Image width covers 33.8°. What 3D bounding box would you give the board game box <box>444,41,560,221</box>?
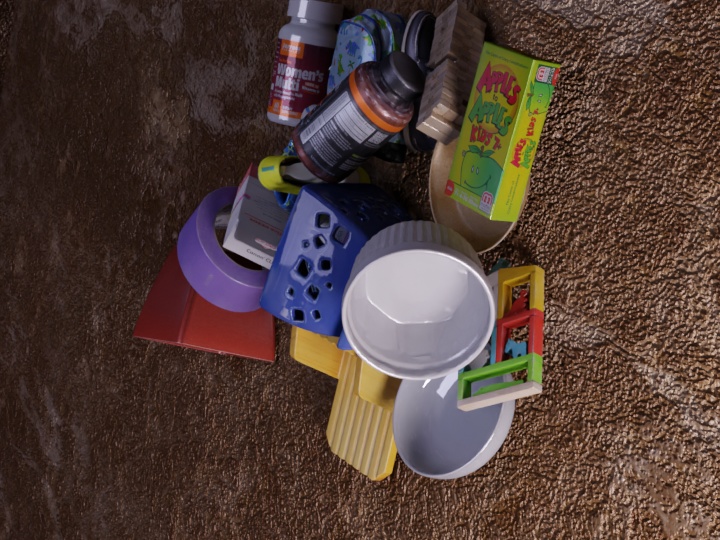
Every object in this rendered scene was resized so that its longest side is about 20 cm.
[{"bbox_3d":[0.176,-0.175,1.491,0.101,0.047,0.203,34,115,51],"label":"board game box"}]

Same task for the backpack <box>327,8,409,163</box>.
[{"bbox_3d":[0.024,-0.286,1.771,0.163,0.152,0.202,42,110,55],"label":"backpack"}]

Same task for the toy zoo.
[{"bbox_3d":[0.184,0.075,1.556,0.130,0.020,0.203,-20,54,43],"label":"toy zoo"}]

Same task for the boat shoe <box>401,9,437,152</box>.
[{"bbox_3d":[0.102,-0.272,1.702,0.062,0.072,0.204,10,101,51],"label":"boat shoe"}]

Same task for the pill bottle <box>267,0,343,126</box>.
[{"bbox_3d":[-0.087,-0.339,1.941,0.109,0.108,0.203,25,109,52],"label":"pill bottle"}]

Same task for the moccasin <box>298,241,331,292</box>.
[{"bbox_3d":[-0.086,0.054,1.958,0.080,0.067,0.204,-12,78,54],"label":"moccasin"}]

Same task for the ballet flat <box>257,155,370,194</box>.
[{"bbox_3d":[-0.057,-0.137,1.756,0.067,0.197,0.068,-14,74,57],"label":"ballet flat"}]

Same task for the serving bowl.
[{"bbox_3d":[0.136,0.191,1.613,0.199,0.065,0.203,-25,51,36],"label":"serving bowl"}]

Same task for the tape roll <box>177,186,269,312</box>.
[{"bbox_3d":[-0.207,-0.037,2.024,0.085,0.198,0.202,-44,54,44],"label":"tape roll"}]

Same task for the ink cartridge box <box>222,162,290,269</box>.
[{"bbox_3d":[-0.156,-0.074,1.955,0.068,0.115,0.201,-54,17,37],"label":"ink cartridge box"}]

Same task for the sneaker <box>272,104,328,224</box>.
[{"bbox_3d":[-0.091,-0.172,1.818,0.075,0.104,0.203,-22,63,40],"label":"sneaker"}]

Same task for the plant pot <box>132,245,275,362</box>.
[{"bbox_3d":[-0.267,0.055,2.130,0.199,0.198,0.179,1,78,55],"label":"plant pot"}]

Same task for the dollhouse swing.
[{"bbox_3d":[-0.030,0.195,1.801,0.199,0.181,0.178,25,89,52],"label":"dollhouse swing"}]

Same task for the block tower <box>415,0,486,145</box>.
[{"bbox_3d":[0.125,-0.269,1.603,0.054,0.057,0.203,-34,38,49],"label":"block tower"}]

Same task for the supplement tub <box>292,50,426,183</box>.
[{"bbox_3d":[0.002,-0.218,1.654,0.199,0.106,0.108,-38,58,32],"label":"supplement tub"}]

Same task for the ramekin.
[{"bbox_3d":[0.074,0.031,1.539,0.106,0.197,0.202,-88,21,-57],"label":"ramekin"}]

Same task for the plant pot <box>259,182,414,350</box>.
[{"bbox_3d":[0.000,0.000,1.713,0.179,0.199,0.202,31,111,28],"label":"plant pot"}]

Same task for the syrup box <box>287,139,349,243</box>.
[{"bbox_3d":[-0.054,-0.124,1.908,0.200,0.081,0.080,50,126,42],"label":"syrup box"}]

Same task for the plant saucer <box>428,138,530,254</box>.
[{"bbox_3d":[0.165,-0.123,1.576,0.199,0.035,0.204,-4,85,55],"label":"plant saucer"}]
